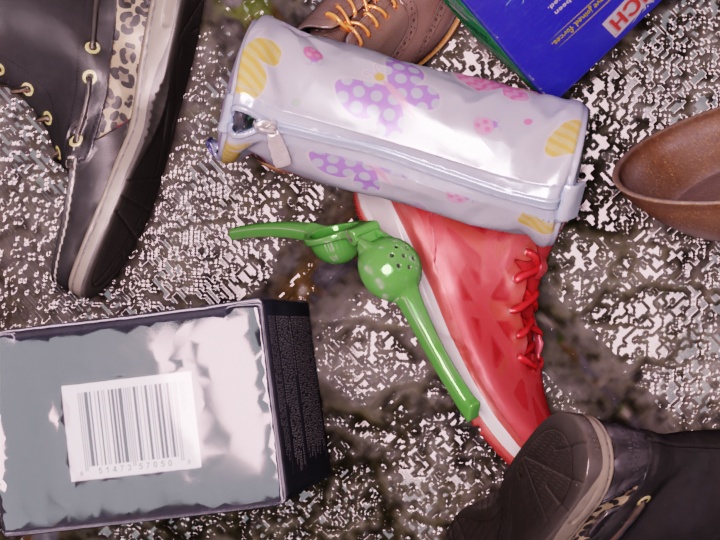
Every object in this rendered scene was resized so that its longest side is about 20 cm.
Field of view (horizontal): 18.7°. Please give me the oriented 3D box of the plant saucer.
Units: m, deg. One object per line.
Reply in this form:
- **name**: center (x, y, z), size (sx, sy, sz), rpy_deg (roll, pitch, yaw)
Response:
- **plant saucer**: center (0.235, -0.057, 1.162), size (0.200, 0.200, 0.037), rpy_deg (-13, 108, 6)

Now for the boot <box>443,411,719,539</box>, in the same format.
- **boot**: center (0.138, 0.145, 1.209), size (0.150, 0.200, 0.073), rpy_deg (1, 50, -26)

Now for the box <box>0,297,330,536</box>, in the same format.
- **box**: center (-0.104, 0.076, 1.186), size (0.148, 0.200, 0.107), rpy_deg (-7, 88, 5)

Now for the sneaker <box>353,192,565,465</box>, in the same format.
- **sneaker**: center (0.089, 0.013, 1.229), size (0.115, 0.078, 0.200), rpy_deg (-31, 88, 6)

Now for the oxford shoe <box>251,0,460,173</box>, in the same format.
- **oxford shoe**: center (0.006, -0.137, 1.240), size (0.071, 0.073, 0.200), rpy_deg (37, 93, 6)

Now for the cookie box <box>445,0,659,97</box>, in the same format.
- **cookie box**: center (0.103, -0.207, 1.159), size (0.171, 0.200, 0.075), rpy_deg (-44, 53, 4)

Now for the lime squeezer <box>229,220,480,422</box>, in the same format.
- **lime squeezer**: center (0.000, 0.000, 1.211), size (0.038, 0.071, 0.200), rpy_deg (-38, 55, -25)

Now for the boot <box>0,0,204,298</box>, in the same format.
- **boot**: center (-0.186, -0.097, 1.262), size (0.154, 0.073, 0.204), rpy_deg (15, 85, 8)

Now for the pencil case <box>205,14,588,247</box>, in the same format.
- **pencil case**: center (0.022, -0.074, 1.169), size (0.200, 0.091, 0.083), rpy_deg (15, 100, -3)
